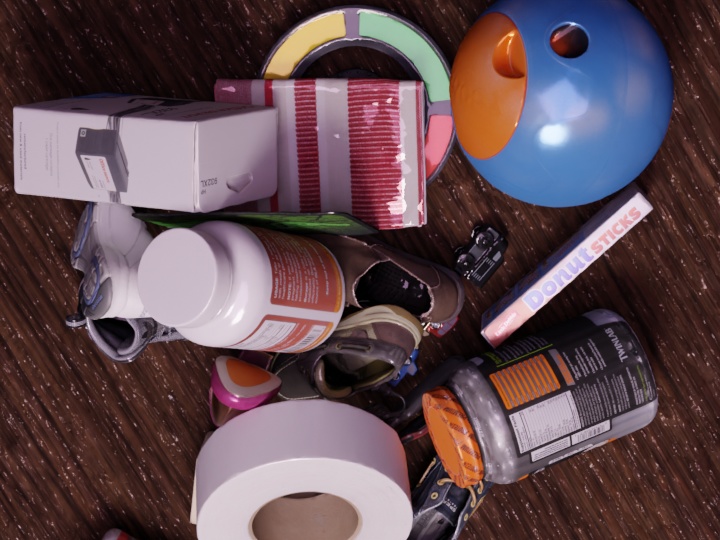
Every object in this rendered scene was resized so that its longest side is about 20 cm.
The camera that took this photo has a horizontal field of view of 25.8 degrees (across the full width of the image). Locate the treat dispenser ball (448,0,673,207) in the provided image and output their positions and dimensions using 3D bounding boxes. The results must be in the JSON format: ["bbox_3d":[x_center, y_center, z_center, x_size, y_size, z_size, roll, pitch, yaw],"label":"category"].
[{"bbox_3d":[0.178,-0.157,1.403,0.200,0.201,0.202,1,103,4],"label":"treat dispenser ball"}]

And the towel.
[{"bbox_3d":[-0.037,-0.110,1.485,0.199,0.023,0.145,1,107,10],"label":"towel"}]

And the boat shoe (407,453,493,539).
[{"bbox_3d":[0.101,0.207,1.549,0.071,0.091,0.201,31,103,-3],"label":"boat shoe"}]

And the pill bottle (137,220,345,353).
[{"bbox_3d":[-0.107,0.014,1.412,0.112,0.200,0.113,-4,83,29],"label":"pill bottle"}]

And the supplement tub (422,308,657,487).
[{"bbox_3d":[0.167,0.123,1.482,0.199,0.123,0.123,-21,101,-11],"label":"supplement tub"}]

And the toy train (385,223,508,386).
[{"bbox_3d":[0.075,0.040,1.544,0.046,0.034,0.200,36,103,-15],"label":"toy train"}]

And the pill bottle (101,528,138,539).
[{"bbox_3d":[-0.196,0.357,1.594,0.200,0.116,0.116,31,103,-3],"label":"pill bottle"}]

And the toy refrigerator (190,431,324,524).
[{"bbox_3d":[-0.064,0.221,1.578,0.199,0.070,0.076,8,111,3],"label":"toy refrigerator"}]

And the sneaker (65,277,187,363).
[{"bbox_3d":[-0.184,0.048,1.519,0.199,0.114,0.076,5,111,4],"label":"sneaker"}]

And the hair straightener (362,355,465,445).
[{"bbox_3d":[0.021,0.140,1.534,0.200,0.041,0.077,-32,106,-8],"label":"hair straightener"}]

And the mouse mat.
[{"bbox_3d":[-0.092,-0.042,1.439,0.199,0.161,0.008,1,86,13],"label":"mouse mat"}]

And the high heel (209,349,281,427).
[{"bbox_3d":[-0.123,0.127,1.492,0.067,0.200,0.096,24,97,-7],"label":"high heel"}]

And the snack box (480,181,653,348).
[{"bbox_3d":[0.194,-0.006,1.502,0.200,0.072,0.024,-42,96,12],"label":"snack box"}]

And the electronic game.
[{"bbox_3d":[-0.004,-0.153,1.499,0.199,0.042,0.201,1,103,4],"label":"electronic game"}]

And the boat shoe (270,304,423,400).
[{"bbox_3d":[-0.025,0.090,1.501,0.201,0.066,0.072,-25,118,43],"label":"boat shoe"}]

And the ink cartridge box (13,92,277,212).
[{"bbox_3d":[-0.194,-0.111,1.437,0.199,0.145,0.084,7,103,26],"label":"ink cartridge box"}]

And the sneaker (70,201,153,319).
[{"bbox_3d":[-0.222,-0.012,1.481,0.087,0.200,0.075,13,121,-24],"label":"sneaker"}]

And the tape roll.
[{"bbox_3d":[-0.053,0.210,1.457,0.202,0.071,0.203,-4,136,-4],"label":"tape roll"}]

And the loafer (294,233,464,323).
[{"bbox_3d":[0.000,0.000,1.504,0.199,0.071,0.073,13,97,16],"label":"loafer"}]
